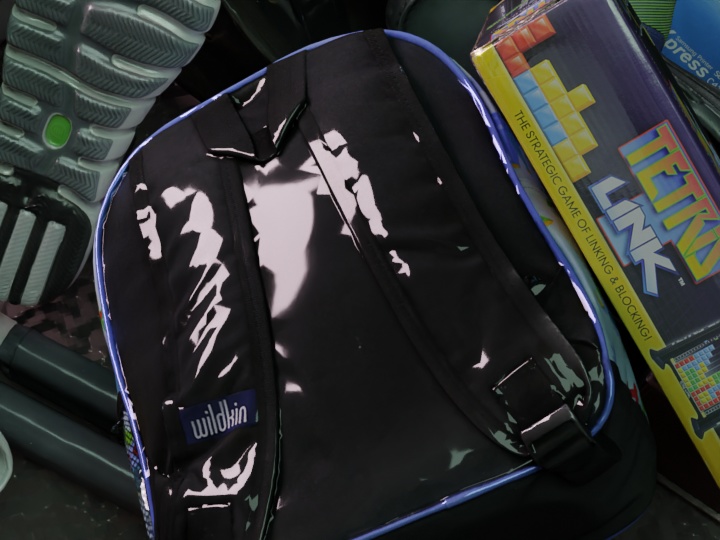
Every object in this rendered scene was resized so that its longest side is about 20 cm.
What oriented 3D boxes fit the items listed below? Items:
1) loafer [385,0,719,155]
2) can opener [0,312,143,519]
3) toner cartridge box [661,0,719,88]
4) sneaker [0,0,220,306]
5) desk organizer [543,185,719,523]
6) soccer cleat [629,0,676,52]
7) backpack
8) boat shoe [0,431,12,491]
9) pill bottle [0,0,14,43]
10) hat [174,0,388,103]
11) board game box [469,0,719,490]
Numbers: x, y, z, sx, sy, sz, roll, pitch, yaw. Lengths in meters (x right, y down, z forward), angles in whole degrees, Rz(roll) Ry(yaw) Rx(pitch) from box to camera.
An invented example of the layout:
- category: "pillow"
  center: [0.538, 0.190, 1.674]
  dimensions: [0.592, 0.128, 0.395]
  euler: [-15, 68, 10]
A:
- category: "loafer"
  center: [0.102, -0.072, 0.867]
  dimensions: [0.200, 0.068, 0.071]
  euler: [27, 26, -13]
- category: "can opener"
  center: [-0.146, 0.044, 0.857]
  dimensions: [0.199, 0.067, 0.054]
  euler: [27, 67, 8]
- category: "toner cartridge box"
  center: [0.114, -0.130, 0.985]
  dimensions: [0.200, 0.043, 0.095]
  euler: [42, 67, 8]
- category: "sneaker"
  center: [-0.111, -0.091, 0.847]
  dimensions: [0.075, 0.116, 0.201]
  euler: [27, 110, -8]
- category: "desk organizer"
  center: [0.107, 0.020, 0.906]
  dimensions: [0.199, 0.077, 0.072]
  euler: [34, 67, 4]
- category: "soccer cleat"
  center: [0.053, -0.152, 0.914]
  dimensions: [0.199, 0.065, 0.084]
  euler: [30, 98, -6]
- category: "backpack"
  center: [-0.001, 0.030, 0.749]
  dimensions: [0.182, 0.147, 0.201]
  euler: [-25, 60, 5]
- category: "boat shoe"
  center: [-0.195, 0.041, 0.757]
  dimensions: [0.066, 0.200, 0.074]
  euler: [25, 88, 27]
- category: "pill bottle"
  center: [-0.238, -0.183, 0.905]
  dimensions: [0.116, 0.116, 0.200]
  euler: [-37, 79, -21]
- category: "hat"
  center: [-0.058, -0.125, 0.923]
  dimensions: [0.081, 0.200, 0.202]
  euler: [-33, 74, 21]
- category: "board game box"
  center: [0.116, -0.019, 0.760]
  dimensions: [0.056, 0.165, 0.201]
  euler: [-29, 99, 10]
